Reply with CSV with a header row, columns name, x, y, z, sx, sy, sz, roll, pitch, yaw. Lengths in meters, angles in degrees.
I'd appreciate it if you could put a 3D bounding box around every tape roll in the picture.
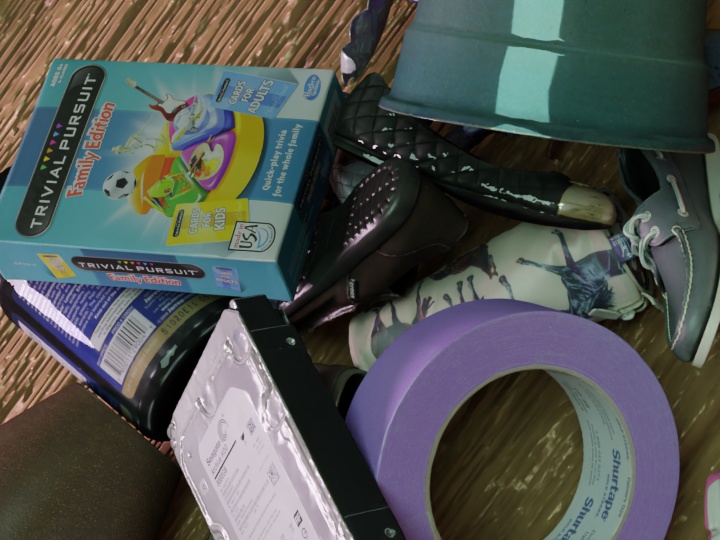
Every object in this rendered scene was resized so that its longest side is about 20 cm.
name,x,y,z,sx,sy,sz,roll,pitch,yaw
tape roll,0.089,0.119,1.315,0.200,0.066,0.201,-2,96,-21

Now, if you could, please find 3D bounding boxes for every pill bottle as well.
name,x,y,z,sx,sy,sz,roll,pitch,yaw
pill bottle,-0.171,0.015,1.469,0.200,0.112,0.112,38,93,22

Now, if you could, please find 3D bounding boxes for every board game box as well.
name,x,y,z,sx,sy,sz,roll,pitch,yaw
board game box,-0.123,-0.061,1.403,0.199,0.047,0.151,4,56,18

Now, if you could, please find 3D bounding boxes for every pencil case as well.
name,x,y,z,sx,sy,sz,roll,pitch,yaw
pencil case,0.089,0.027,1.392,0.200,0.078,0.090,-29,56,12

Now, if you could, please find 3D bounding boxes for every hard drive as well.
name,x,y,z,sx,sy,sz,roll,pitch,yaw
hard drive,-0.047,0.133,1.302,0.200,0.038,0.140,62,142,29

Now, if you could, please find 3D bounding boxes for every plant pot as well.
name,x,y,z,sx,sy,sz,roll,pitch,yaw
plant pot,-0.216,0.178,1.429,0.187,0.187,0.200,37,80,22
plant pot,0.122,-0.179,1.278,0.200,0.200,0.197,10,97,21

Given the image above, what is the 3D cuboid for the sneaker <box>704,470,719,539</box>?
name,x,y,z,sx,sy,sz,roll,pitch,yaw
sneaker,0.270,0.203,1.294,0.087,0.074,0.200,-27,76,13

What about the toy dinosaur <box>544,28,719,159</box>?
name,x,y,z,sx,sy,sz,roll,pitch,yaw
toy dinosaur,0.240,-0.135,1.395,0.181,0.105,0.200,26,122,13

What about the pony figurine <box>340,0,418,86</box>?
name,x,y,z,sx,sy,sz,roll,pitch,yaw
pony figurine,0.031,-0.230,1.424,0.200,0.193,0.167,-8,115,19

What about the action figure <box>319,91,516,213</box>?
name,x,y,z,sx,sy,sz,roll,pitch,yaw
action figure,0.031,-0.080,1.442,0.200,0.069,0.130,-42,76,11

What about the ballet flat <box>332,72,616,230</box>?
name,x,y,z,sx,sy,sz,roll,pitch,yaw
ballet flat,0.069,-0.071,1.353,0.200,0.066,0.057,23,89,25

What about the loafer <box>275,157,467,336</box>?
name,x,y,z,sx,sy,sz,roll,pitch,yaw
loafer,0.000,0.000,1.383,0.071,0.200,0.073,27,60,-18

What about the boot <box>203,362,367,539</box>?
name,x,y,z,sx,sy,sz,roll,pitch,yaw
boot,-0.035,0.159,1.378,0.146,0.070,0.201,-23,71,47

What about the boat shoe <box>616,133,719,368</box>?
name,x,y,z,sx,sy,sz,roll,pitch,yaw
boat shoe,0.185,-0.017,1.325,0.062,0.073,0.200,12,41,-5
